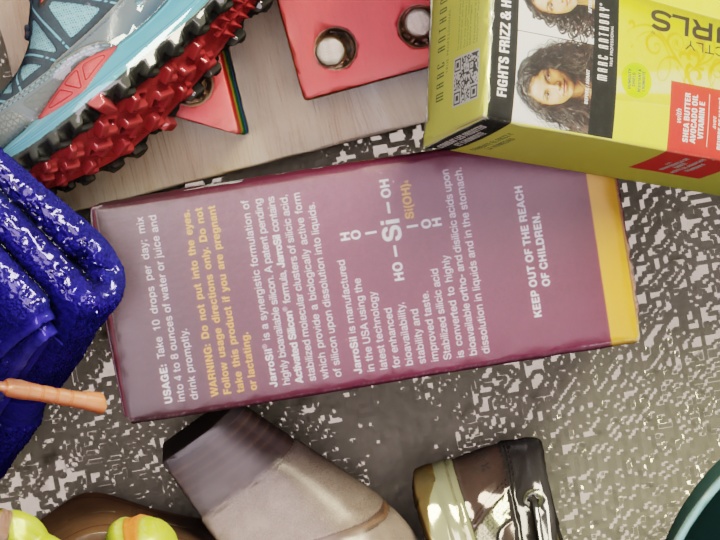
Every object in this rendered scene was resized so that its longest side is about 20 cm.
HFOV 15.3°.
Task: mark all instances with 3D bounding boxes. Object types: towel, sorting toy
[{"bbox_3d":[-0.178,0.008,1.034,0.148,0.200,0.050,40,56,-1],"label":"towel"},{"bbox_3d":[-0.058,-0.141,1.079,0.199,0.070,0.200,-14,93,3],"label":"sorting toy"}]

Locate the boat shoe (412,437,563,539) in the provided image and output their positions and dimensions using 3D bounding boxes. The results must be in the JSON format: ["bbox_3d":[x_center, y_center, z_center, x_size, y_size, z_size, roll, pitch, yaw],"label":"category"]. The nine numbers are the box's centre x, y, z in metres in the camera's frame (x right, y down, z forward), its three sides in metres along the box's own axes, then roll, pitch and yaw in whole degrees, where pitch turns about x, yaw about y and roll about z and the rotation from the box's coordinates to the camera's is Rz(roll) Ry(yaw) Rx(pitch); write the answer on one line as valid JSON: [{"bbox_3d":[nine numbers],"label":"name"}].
[{"bbox_3d":[0.084,0.163,1.088,0.065,0.073,0.200,-24,92,8],"label":"boat shoe"}]

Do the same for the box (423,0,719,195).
[{"bbox_3d":[0.122,-0.069,0.995,0.200,0.050,0.075,10,77,-26],"label":"box"}]

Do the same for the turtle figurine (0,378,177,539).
[{"bbox_3d":[-0.117,0.144,1.023,0.161,0.064,0.200,-38,119,16],"label":"turtle figurine"}]

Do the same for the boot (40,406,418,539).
[{"bbox_3d":[-0.068,0.150,1.099,0.200,0.070,0.146,-33,104,16],"label":"boot"}]

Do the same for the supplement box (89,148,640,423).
[{"bbox_3d":[0.000,0.000,1.057,0.200,0.110,0.086,-9,92,-2],"label":"supplement box"}]

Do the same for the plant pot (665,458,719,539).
[{"bbox_3d":[0.202,0.138,1.038,0.200,0.161,0.201,0,93,1],"label":"plant pot"}]

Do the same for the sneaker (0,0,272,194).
[{"bbox_3d":[-0.088,-0.116,1.020,0.096,0.079,0.200,42,88,15],"label":"sneaker"}]
